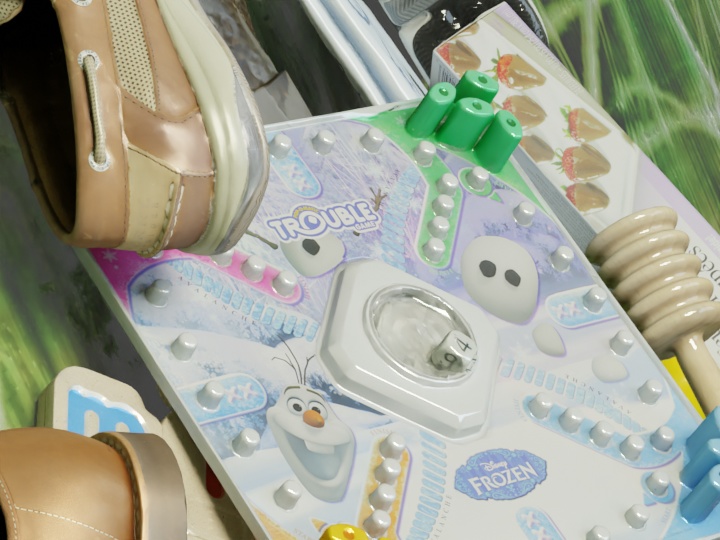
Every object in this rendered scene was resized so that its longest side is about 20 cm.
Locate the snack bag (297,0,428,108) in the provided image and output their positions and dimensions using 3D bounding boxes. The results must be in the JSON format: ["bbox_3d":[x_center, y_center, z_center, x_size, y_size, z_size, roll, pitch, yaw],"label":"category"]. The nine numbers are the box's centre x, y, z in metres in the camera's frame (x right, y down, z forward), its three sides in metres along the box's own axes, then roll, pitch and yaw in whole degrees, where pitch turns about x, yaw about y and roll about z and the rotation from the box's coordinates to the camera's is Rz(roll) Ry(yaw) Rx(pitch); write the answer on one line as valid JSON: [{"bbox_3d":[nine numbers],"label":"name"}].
[{"bbox_3d":[0.017,-0.065,1.208,0.189,0.021,0.200,55,5,3],"label":"snack bag"}]

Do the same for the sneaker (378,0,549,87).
[{"bbox_3d":[0.010,-0.163,1.321,0.200,0.075,0.116,63,0,-17],"label":"sneaker"}]

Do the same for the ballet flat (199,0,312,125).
[{"bbox_3d":[-0.069,-0.106,1.101,0.067,0.046,0.200,-15,78,-39],"label":"ballet flat"}]

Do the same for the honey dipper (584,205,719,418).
[{"bbox_3d":[0.137,0.070,1.056,0.038,0.038,0.200,23,39,-63],"label":"honey dipper"}]

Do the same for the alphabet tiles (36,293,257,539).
[{"bbox_3d":[-0.016,0.102,0.949,0.200,0.015,0.196,23,43,-28],"label":"alphabet tiles"}]

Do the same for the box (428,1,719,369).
[{"bbox_3d":[0.103,-0.019,1.178,0.200,0.039,0.041,49,-16,19],"label":"box"}]

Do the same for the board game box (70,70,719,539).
[{"bbox_3d":[0.021,0.021,0.999,0.200,0.026,0.200,-13,59,-41],"label":"board game box"}]

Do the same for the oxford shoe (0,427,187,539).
[{"bbox_3d":[-0.086,0.138,0.811,0.071,0.071,0.200,9,60,-33],"label":"oxford shoe"}]

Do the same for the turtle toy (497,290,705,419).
[{"bbox_3d":[0.079,0.091,1.107,0.200,0.146,0.101,62,-1,-15],"label":"turtle toy"}]

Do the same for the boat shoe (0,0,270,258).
[{"bbox_3d":[-0.098,-0.089,0.951,0.072,0.076,0.200,-11,58,-31],"label":"boat shoe"}]
